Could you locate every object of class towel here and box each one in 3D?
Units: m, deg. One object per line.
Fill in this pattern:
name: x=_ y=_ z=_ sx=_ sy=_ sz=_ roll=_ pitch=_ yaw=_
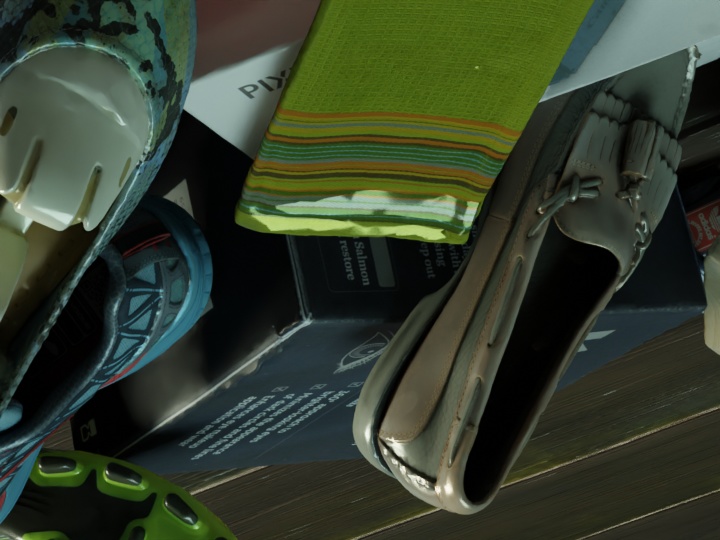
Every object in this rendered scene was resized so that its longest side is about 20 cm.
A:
towel: x=0.021 y=-0.063 z=0.839 sx=0.086 sy=0.018 sz=0.200 roll=0 pitch=152 yaw=-16

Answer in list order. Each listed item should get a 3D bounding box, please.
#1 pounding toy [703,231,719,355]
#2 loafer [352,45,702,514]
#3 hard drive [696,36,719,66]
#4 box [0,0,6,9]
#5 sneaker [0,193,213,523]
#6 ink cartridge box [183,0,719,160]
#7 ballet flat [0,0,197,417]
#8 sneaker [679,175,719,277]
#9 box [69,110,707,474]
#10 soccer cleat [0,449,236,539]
pounding toy: x=0.235 y=-0.005 z=1.082 sx=0.184 sy=0.142 sz=0.200 roll=-54 pitch=165 yaw=-8
loafer: x=0.073 y=-0.001 z=0.964 sx=0.072 sy=0.063 sz=0.200 roll=28 pitch=95 yaw=-39
hard drive: x=0.116 y=-0.120 z=0.960 sx=0.132 sy=0.027 sz=0.200 roll=-21 pitch=162 yaw=23
box: x=-0.193 y=-0.047 z=0.911 sx=0.200 sy=0.049 sz=0.161 roll=-13 pitch=162 yaw=-3
sneaker: x=-0.148 y=0.043 z=0.980 sx=0.200 sy=0.079 sz=0.096 roll=-46 pitch=173 yaw=11
ink cartridge box: x=0.021 y=-0.105 z=0.842 sx=0.200 sy=0.045 sz=0.176 roll=-20 pitch=151 yaw=21
ballet flat: x=-0.107 y=-0.013 z=0.823 sx=0.074 sy=0.074 sz=0.200 roll=6 pitch=119 yaw=-49
sneaker: x=0.147 y=-0.010 z=1.273 sx=0.200 sy=0.075 sz=0.085 roll=-15 pitch=165 yaw=-30
box: x=0.000 y=0.000 z=1.097 sx=0.200 sy=0.117 sz=0.197 roll=-1 pitch=160 yaw=-34
soccer cleat: x=-0.127 y=0.106 z=1.079 sx=0.200 sy=0.065 sz=0.084 roll=19 pitch=167 yaw=12
